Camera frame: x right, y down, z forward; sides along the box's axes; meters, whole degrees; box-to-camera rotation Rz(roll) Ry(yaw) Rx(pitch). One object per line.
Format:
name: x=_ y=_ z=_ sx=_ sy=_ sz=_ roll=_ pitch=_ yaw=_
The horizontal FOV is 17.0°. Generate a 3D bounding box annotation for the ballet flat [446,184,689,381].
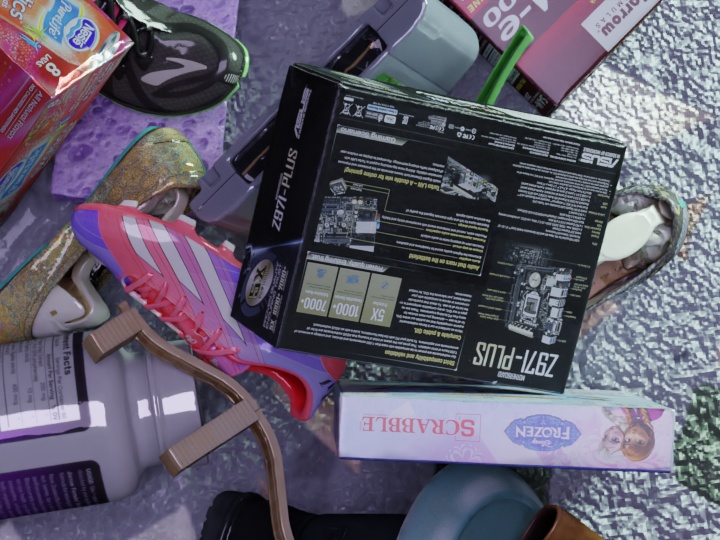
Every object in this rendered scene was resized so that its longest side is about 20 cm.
ballet flat: x=0.129 y=0.003 z=1.584 sx=0.200 sy=0.072 sz=0.072 roll=-32 pitch=87 yaw=-4

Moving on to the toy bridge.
toy bridge: x=-0.092 y=0.102 z=1.489 sx=0.067 sy=0.027 sz=0.200 roll=-32 pitch=85 yaw=-24

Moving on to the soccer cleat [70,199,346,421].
soccer cleat: x=-0.096 y=0.022 z=1.503 sx=0.200 sy=0.067 sz=0.077 roll=28 pitch=74 yaw=-20

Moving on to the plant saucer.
plant saucer: x=0.079 y=0.217 z=1.509 sx=0.027 sy=0.200 sz=0.201 roll=0 pitch=84 yaw=35

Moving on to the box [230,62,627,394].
box: x=0.042 y=-0.024 z=1.469 sx=0.200 sy=0.086 sz=0.164 roll=9 pitch=99 yaw=-24

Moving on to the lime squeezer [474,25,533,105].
lime squeezer: x=0.044 y=-0.076 z=1.579 sx=0.200 sy=0.071 sz=0.038 roll=-38 pitch=74 yaw=4

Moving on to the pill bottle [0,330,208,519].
pill bottle: x=-0.201 y=0.099 z=1.543 sx=0.199 sy=0.111 sz=0.112 roll=-8 pitch=85 yaw=-3

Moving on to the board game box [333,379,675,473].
board game box: x=0.083 y=0.096 z=1.508 sx=0.199 sy=0.200 sz=0.041 roll=3 pitch=90 yaw=-1

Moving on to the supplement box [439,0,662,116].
supplement box: x=0.093 y=-0.211 z=1.605 sx=0.200 sy=0.061 sz=0.109 roll=44 pitch=85 yaw=1

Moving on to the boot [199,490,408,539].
boot: x=-0.036 y=0.241 z=1.517 sx=0.168 sy=0.076 sz=0.201 roll=7 pitch=78 yaw=35

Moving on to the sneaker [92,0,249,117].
sneaker: x=-0.169 y=-0.156 z=1.551 sx=0.200 sy=0.084 sz=0.077 roll=21 pitch=86 yaw=2

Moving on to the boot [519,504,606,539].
boot: x=0.156 y=0.268 z=1.513 sx=0.200 sy=0.068 sz=0.189 roll=28 pitch=83 yaw=-33

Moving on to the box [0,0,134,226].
box: x=-0.243 y=-0.099 z=1.514 sx=0.100 sy=0.200 sz=0.095 roll=44 pitch=40 yaw=2

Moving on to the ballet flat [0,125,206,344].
ballet flat: x=-0.172 y=-0.005 z=1.556 sx=0.071 sy=0.071 sz=0.200 roll=43 pitch=99 yaw=2

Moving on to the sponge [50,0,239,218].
sponge: x=-0.140 y=-0.140 z=1.607 sx=0.111 sy=0.030 sz=0.201 roll=6 pitch=85 yaw=0

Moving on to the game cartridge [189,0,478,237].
game cartridge: x=-0.012 y=-0.095 z=1.548 sx=0.200 sy=0.133 sz=0.040 roll=-44 pitch=75 yaw=10
